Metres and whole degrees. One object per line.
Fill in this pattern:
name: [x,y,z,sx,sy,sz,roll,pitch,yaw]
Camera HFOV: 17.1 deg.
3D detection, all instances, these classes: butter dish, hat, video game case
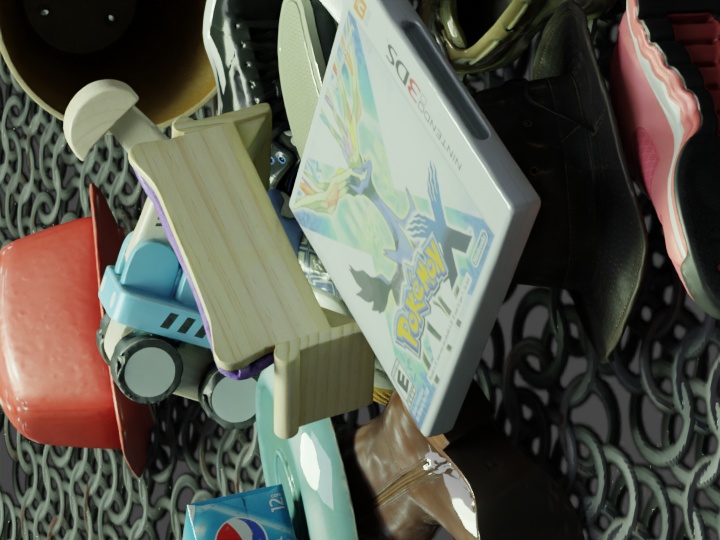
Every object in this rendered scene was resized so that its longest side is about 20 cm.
butter dish: [-0.238,0.055,1.816,0.199,0.148,0.200,96,167,-75]
hat: [0.091,-0.045,1.307,0.201,0.081,0.201,174,90,-80]
video game case: [0.024,-0.036,1.315,0.182,0.022,0.200,59,151,30]

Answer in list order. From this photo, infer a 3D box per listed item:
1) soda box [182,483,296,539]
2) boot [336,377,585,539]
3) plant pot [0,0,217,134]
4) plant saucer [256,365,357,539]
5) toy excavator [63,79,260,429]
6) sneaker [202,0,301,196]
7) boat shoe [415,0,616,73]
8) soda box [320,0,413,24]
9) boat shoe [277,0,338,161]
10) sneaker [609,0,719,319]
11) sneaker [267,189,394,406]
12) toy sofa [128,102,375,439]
soda box: [-0.080,0.205,1.567,0.200,0.064,0.068,103,153,-67]
boot: [0.052,0.159,1.448,0.187,0.064,0.200,64,153,13]
plant pot: [-0.195,-0.201,1.787,0.200,0.186,0.187,-156,69,-72]
plant saucer: [-0.036,0.146,1.557,0.200,0.027,0.200,168,90,-78]
toy excavator: [-0.132,-0.014,1.652,0.100,0.194,0.200,-137,65,-71]
sneaker: [-0.052,-0.117,1.628,0.112,0.073,0.200,30,123,53]
boat shoe: [0.076,-0.160,1.403,0.201,0.063,0.073,-9,83,62]
soda box: [0.050,-0.225,1.370,0.200,0.068,0.063,-42,81,30]
boat shoe: [0.001,-0.076,1.441,0.072,0.068,0.200,-5,105,69]
sneaker: [0.175,-0.058,1.246,0.087,0.074,0.200,120,145,-59]
sneaker: [0.000,0.000,1.534,0.088,0.075,0.200,-53,53,15]
toy sofa: [-0.069,0.001,1.460,0.083,0.097,0.200,93,156,-52]
